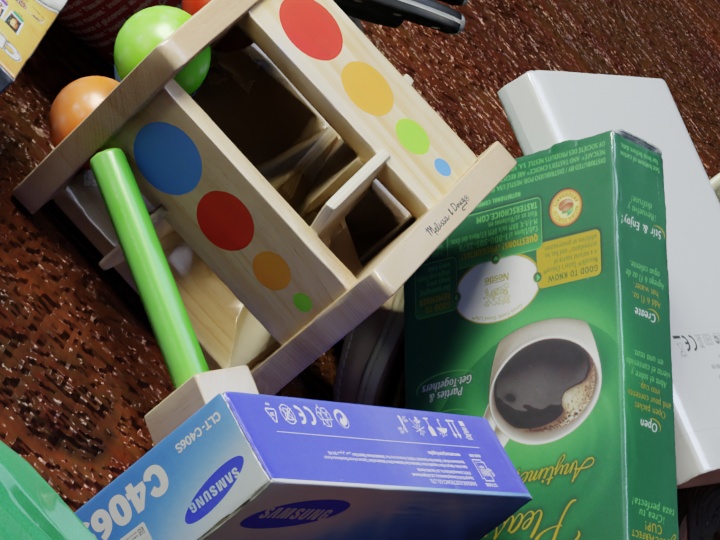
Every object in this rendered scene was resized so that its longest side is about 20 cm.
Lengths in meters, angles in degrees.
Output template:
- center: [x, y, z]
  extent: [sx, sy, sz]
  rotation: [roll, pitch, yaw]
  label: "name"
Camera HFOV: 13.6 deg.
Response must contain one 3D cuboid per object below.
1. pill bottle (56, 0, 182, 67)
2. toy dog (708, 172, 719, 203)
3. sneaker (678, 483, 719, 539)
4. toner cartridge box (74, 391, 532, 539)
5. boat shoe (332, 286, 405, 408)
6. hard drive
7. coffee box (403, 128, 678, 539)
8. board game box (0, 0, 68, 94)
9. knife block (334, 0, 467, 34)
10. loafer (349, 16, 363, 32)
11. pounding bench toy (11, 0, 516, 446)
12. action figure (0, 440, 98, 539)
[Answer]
- center: [-0.124, -0.175, 1.401]
  extent: [0.200, 0.113, 0.113]
  rotation: [39, 24, -26]
  label: "pill bottle"
- center: [0.167, 0.037, 1.577]
  extent: [0.140, 0.194, 0.200]
  rotation: [49, -1, -7]
  label: "toy dog"
- center: [0.169, 0.134, 1.492]
  extent: [0.085, 0.074, 0.200]
  rotation: [47, -9, 28]
  label: "sneaker"
- center: [-0.022, 0.096, 1.184]
  extent: [0.200, 0.095, 0.043]
  rotation: [9, 45, -58]
  label: "toner cartridge box"
- center: [0.000, 0.000, 1.436]
  extent: [0.064, 0.071, 0.200]
  rotation: [12, 37, 0]
  label: "boat shoe"
- center: [0.143, 0.002, 1.402]
  extent: [0.132, 0.027, 0.200]
  rotation: [-1, 65, -56]
  label: "hard drive"
- center: [0.077, 0.049, 1.314]
  extent: [0.044, 0.123, 0.201]
  rotation: [20, 61, -48]
  label: "coffee box"
- center: [-0.203, -0.158, 1.193]
  extent: [0.200, 0.035, 0.136]
  rotation: [45, 22, -11]
  label: "board game box"
- center: [-0.046, -0.152, 1.345]
  extent: [0.200, 0.064, 0.176]
  rotation: [-36, 106, -27]
  label: "knife block"
- center: [-0.031, -0.118, 1.540]
  extent: [0.071, 0.073, 0.200]
  rotation: [46, 22, -5]
  label: "loafer"
- center: [-0.063, -0.028, 1.257]
  extent: [0.156, 0.124, 0.200]
  rotation: [47, 40, -3]
  label: "pounding bench toy"
- center: [-0.112, 0.118, 1.029]
  extent: [0.200, 0.055, 0.118]
  rotation: [54, 20, -9]
  label: "action figure"
